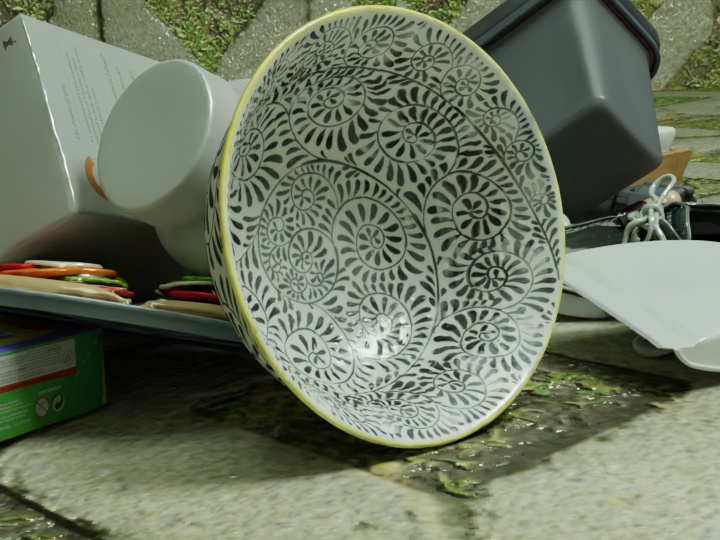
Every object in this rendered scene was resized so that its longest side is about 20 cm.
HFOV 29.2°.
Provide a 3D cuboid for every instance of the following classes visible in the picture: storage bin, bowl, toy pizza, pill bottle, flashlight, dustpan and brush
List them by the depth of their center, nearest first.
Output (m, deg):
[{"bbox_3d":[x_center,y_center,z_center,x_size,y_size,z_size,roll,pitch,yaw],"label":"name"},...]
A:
[{"bbox_3d":[-0.004,-0.016,0.661,0.199,0.203,0.094,-11,1,-36],"label":"bowl"},{"bbox_3d":[-0.120,0.018,0.744,0.198,0.032,0.200,8,-6,1],"label":"toy pizza"},{"bbox_3d":[-0.046,-0.038,0.772,0.112,0.114,0.199,6,-13,41],"label":"pill bottle"},{"bbox_3d":[0.215,0.019,0.779,0.198,0.058,0.140,-14,25,-20],"label":"dustpan and brush"},{"bbox_3d":[0.131,-0.096,1.011,0.199,0.145,0.135,-33,38,27],"label":"storage bin"},{"bbox_3d":[0.179,-0.048,1.105,0.199,0.069,0.068,12,33,41],"label":"flashlight"}]

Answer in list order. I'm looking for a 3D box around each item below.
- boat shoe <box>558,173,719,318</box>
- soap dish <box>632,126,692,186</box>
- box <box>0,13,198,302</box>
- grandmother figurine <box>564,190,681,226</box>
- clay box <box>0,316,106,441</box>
[{"bbox_3d":[0.187,-0.015,0.851,0.197,0.069,0.074,4,45,11],"label":"boat shoe"},{"bbox_3d":[0.175,-0.087,1.248,0.199,0.082,0.157,5,13,41],"label":"soap dish"},{"bbox_3d":[-0.157,-0.059,0.847,0.097,0.125,0.199,-27,-18,25],"label":"box"},{"bbox_3d":[0.208,-0.017,0.940,0.198,0.061,0.121,-5,17,5],"label":"grandmother figurine"},{"bbox_3d":[-0.244,0.052,0.721,0.198,0.048,0.115,5,11,32],"label":"clay box"}]
